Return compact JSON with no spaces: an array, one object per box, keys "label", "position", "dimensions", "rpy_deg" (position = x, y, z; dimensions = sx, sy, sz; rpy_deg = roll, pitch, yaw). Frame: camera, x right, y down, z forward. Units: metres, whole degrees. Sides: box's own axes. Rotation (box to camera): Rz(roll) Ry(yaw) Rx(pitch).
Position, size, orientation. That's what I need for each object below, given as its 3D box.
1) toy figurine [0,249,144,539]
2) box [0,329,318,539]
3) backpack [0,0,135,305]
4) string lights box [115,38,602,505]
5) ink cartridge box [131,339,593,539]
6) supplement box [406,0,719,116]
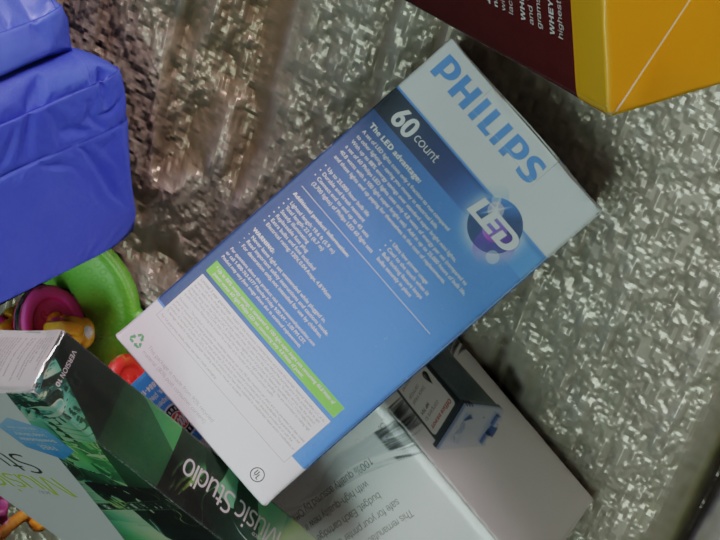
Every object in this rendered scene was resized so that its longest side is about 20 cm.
[{"label":"toy figurine","position":[-0.177,0.102,1.025],"dimensions":[0.150,0.184,0.201],"rpy_deg":[-11,109,36]},{"label":"box","position":[-0.123,0.093,0.891],"dimensions":[0.144,0.036,0.200],"rpy_deg":[-1,147,44]},{"label":"backpack","position":[-0.232,-0.080,0.978],"dimensions":[0.200,0.162,0.168],"rpy_deg":[18,119,38]},{"label":"string lights box","position":[0.000,0.000,0.866],"dimensions":[0.200,0.059,0.103],"rpy_deg":[-41,90,4]},{"label":"ink cartridge box","position":[-0.006,0.092,0.973],"dimensions":[0.200,0.086,0.146],"rpy_deg":[49,130,-1]},{"label":"supplement box","position":[0.084,-0.189,0.668],"dimensions":[0.200,0.132,0.198],"rpy_deg":[40,142,56]}]
